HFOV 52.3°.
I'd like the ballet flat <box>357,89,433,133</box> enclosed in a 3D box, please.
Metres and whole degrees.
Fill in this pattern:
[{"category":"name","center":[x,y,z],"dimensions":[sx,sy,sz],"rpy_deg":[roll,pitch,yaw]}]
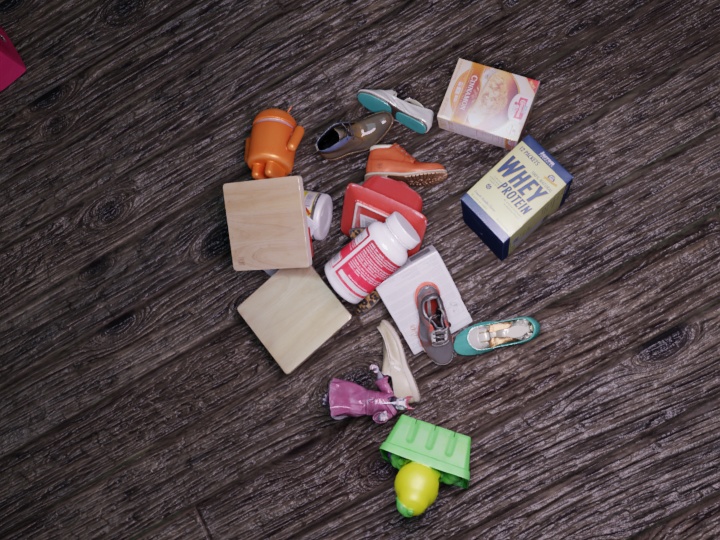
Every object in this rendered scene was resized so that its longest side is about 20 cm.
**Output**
[{"category":"ballet flat","center":[0.089,-0.398,1.780],"dimensions":[0.199,0.069,0.070],"rpy_deg":[28,86,11]}]

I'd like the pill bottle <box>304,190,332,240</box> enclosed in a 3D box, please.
[{"category":"pill bottle","center":[-0.175,-0.142,1.756],"dimensions":[0.198,0.111,0.113],"rpy_deg":[11,82,14]}]

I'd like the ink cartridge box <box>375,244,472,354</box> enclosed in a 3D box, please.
[{"category":"ink cartridge box","center":[0.140,0.066,1.661],"dimensions":[0.161,0.057,0.201],"rpy_deg":[-29,116,3]}]

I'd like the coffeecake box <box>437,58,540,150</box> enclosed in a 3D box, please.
[{"category":"coffeecake box","center":[0.300,-0.388,1.724],"dimensions":[0.198,0.073,0.155],"rpy_deg":[20,83,14]}]

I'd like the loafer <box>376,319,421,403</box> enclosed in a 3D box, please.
[{"category":"loafer","center":[0.075,0.210,1.659],"dimensions":[0.068,0.076,0.202],"rpy_deg":[-22,77,1]}]

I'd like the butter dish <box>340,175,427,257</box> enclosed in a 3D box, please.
[{"category":"butter dish","center":[0.069,-0.144,1.688],"dimensions":[0.198,0.201,0.149],"rpy_deg":[24,59,8]}]

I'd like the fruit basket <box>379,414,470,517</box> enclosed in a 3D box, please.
[{"category":"fruit basket","center":[0.133,0.432,1.564],"dimensions":[0.213,0.156,0.218],"rpy_deg":[-3,65,6]}]

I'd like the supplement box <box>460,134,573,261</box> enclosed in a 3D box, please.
[{"category":"supplement box","center":[0.338,-0.153,1.607],"dimensions":[0.200,0.200,0.134],"rpy_deg":[-43,76,0]}]

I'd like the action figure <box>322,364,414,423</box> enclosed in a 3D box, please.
[{"category":"action figure","center":[0.020,0.298,1.608],"dimensions":[0.197,0.150,0.135],"rpy_deg":[6,49,6]}]

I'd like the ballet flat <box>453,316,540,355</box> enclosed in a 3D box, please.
[{"category":"ballet flat","center":[0.300,0.141,1.629],"dimensions":[0.198,0.070,0.068],"rpy_deg":[-14,78,9]}]

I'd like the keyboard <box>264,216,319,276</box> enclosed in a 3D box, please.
[{"category":"keyboard","center":[-0.172,-0.057,1.732],"dimensions":[0.056,0.011,0.200],"rpy_deg":[42,122,-1]}]

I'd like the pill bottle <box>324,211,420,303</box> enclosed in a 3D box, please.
[{"category":"pill bottle","center":[0.027,-0.030,1.572],"dimensions":[0.200,0.112,0.113],"rpy_deg":[-40,74,18]}]

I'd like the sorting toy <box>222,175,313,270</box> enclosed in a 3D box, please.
[{"category":"sorting toy","center":[-0.200,-0.108,1.669],"dimensions":[0.198,0.069,0.201],"rpy_deg":[-2,99,25]}]

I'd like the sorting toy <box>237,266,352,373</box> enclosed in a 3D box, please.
[{"category":"sorting toy","center":[-0.149,0.103,1.721],"dimensions":[0.200,0.070,0.199],"rpy_deg":[-41,76,2]}]

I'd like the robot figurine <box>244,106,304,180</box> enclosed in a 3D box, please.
[{"category":"robot figurine","center":[-0.212,-0.306,1.784],"dimensions":[0.115,0.144,0.202],"rpy_deg":[12,69,-20]}]

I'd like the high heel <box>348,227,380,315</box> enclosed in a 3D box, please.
[{"category":"high heel","center":[0.000,0.000,1.682],"dimensions":[0.142,0.072,0.201],"rpy_deg":[29,113,-8]}]

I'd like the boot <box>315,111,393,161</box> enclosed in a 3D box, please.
[{"category":"boot","center":[-0.016,-0.322,1.748],"dimensions":[0.199,0.097,0.075],"rpy_deg":[-29,83,16]}]

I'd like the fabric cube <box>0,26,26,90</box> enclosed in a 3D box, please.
[{"category":"fabric cube","center":[-1.074,-0.592,1.975],"dimensions":[0.199,0.199,0.197],"rpy_deg":[-38,74,3]}]

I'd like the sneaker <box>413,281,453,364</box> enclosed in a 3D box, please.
[{"category":"sneaker","center":[0.163,0.128,1.616],"dimensions":[0.076,0.082,0.202],"rpy_deg":[-19,110,-2]}]

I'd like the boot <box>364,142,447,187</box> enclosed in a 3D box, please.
[{"category":"boot","center":[0.109,-0.255,1.741],"dimensions":[0.197,0.075,0.109],"rpy_deg":[2,73,11]}]
